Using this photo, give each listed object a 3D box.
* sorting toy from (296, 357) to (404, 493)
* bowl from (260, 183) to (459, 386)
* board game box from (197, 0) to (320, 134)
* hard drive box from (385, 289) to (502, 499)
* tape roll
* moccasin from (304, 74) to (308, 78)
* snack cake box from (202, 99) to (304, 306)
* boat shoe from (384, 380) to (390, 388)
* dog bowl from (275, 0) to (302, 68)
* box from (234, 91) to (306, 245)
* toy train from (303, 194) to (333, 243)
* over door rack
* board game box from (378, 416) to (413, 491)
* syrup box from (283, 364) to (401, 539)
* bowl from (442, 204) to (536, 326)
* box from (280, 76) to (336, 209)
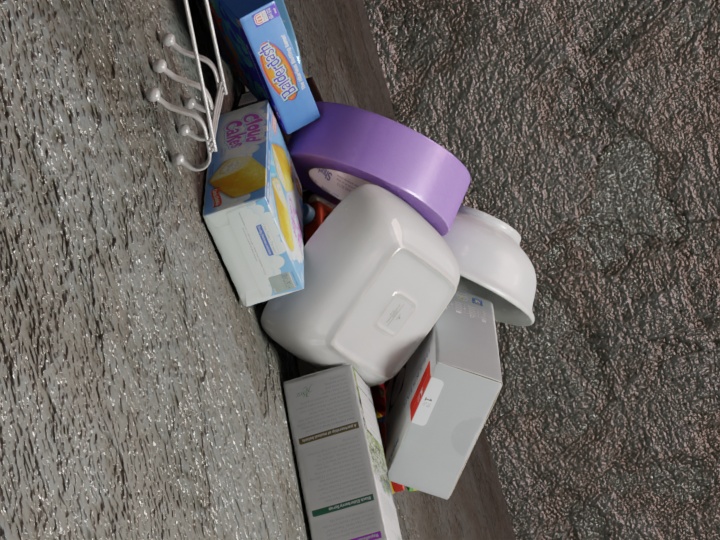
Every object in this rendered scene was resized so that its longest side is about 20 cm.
[{"bbox_3d":[-0.004,0.173,1.830,0.200,0.070,0.199,54,22,-69],"label":"sorting toy"},{"bbox_3d":[0.016,0.028,1.671,0.075,0.200,0.200,36,0,39],"label":"bowl"},{"bbox_3d":[-0.122,-0.255,1.699,0.200,0.045,0.152,51,-13,50],"label":"board game box"},{"bbox_3d":[0.089,0.129,1.760,0.200,0.077,0.156,-89,-160,-66],"label":"hard drive box"},{"bbox_3d":[0.017,-0.109,1.738,0.066,0.200,0.200,-66,161,-12],"label":"tape roll"},{"bbox_3d":[-0.063,-0.173,2.121,0.201,0.074,0.078,62,19,-16],"label":"moccasin"},{"bbox_3d":[-0.105,-0.070,1.608,0.200,0.067,0.115,-94,165,-56],"label":"snack cake box"},{"bbox_3d":[0.031,0.107,1.987,0.200,0.072,0.076,49,-46,46],"label":"boat shoe"},{"bbox_3d":[-0.115,-0.291,1.891,0.112,0.050,0.200,96,-22,-63],"label":"dog bowl"},{"bbox_3d":[-0.099,-0.092,1.810,0.143,0.036,0.200,-86,161,-67],"label":"box"},{"bbox_3d":[0.000,0.000,1.837,0.200,0.056,0.150,37,44,-48],"label":"toy train"},{"bbox_3d":[-0.158,-0.212,1.461,0.148,0.067,0.200,-92,-175,-60],"label":"over door rack"},{"bbox_3d":[0.067,0.165,2.048,0.135,0.029,0.200,-121,-146,-48],"label":"board game box"},{"bbox_3d":[-0.017,0.207,1.633,0.079,0.081,0.200,55,21,-62],"label":"syrup box"},{"bbox_3d":[0.128,-0.017,1.868,0.090,0.201,0.201,-65,163,-9],"label":"bowl"},{"bbox_3d":[-0.053,-0.133,1.938,0.100,0.075,0.200,72,-6,-46],"label":"box"}]
